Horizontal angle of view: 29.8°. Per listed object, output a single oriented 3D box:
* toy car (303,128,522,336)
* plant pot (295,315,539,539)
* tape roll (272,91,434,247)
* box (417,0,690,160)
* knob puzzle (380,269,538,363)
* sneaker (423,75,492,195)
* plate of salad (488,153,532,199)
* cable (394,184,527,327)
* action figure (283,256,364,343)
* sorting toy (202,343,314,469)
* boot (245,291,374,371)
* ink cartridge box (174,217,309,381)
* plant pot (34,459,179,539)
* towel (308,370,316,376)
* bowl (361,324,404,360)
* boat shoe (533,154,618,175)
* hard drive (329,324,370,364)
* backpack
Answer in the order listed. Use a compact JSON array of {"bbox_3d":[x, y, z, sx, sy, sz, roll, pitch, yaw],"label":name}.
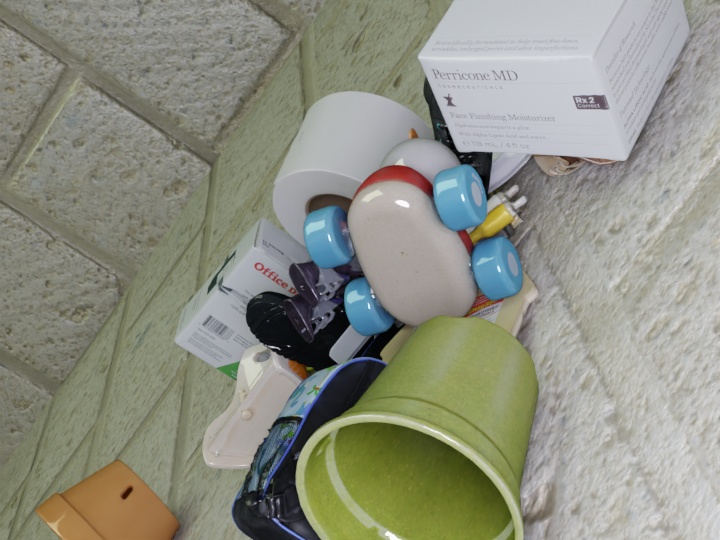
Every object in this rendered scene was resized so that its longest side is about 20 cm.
[{"bbox_3d":[0.067,-0.061,1.414,0.182,0.178,0.201,-16,32,26],"label":"toy car"},{"bbox_3d":[0.068,0.143,1.162,0.200,0.200,0.185,-42,11,42],"label":"plant pot"},{"bbox_3d":[-0.001,-0.117,1.786,0.202,0.201,0.140,-34,27,54],"label":"tape roll"},{"bbox_3d":[0.196,-0.226,1.347,0.197,0.131,0.201,6,50,36],"label":"box"},{"bbox_3d":[0.105,0.062,1.402,0.218,0.031,0.220,-33,18,12],"label":"knob puzzle"},{"bbox_3d":[0.116,-0.145,1.475,0.074,0.201,0.080,-10,55,9],"label":"sneaker"},{"bbox_3d":[0.174,-0.160,1.621,0.200,0.048,0.201,-40,28,27],"label":"plate of salad"},{"bbox_3d":[0.101,-0.019,1.490,0.199,0.051,0.097,-37,9,-3],"label":"cable"},{"bbox_3d":[0.000,0.000,1.542,0.199,0.069,0.131,-30,-21,-38],"label":"action figure"},{"bbox_3d":[-0.116,0.134,1.741,0.201,0.106,0.182,-53,30,34],"label":"sorting toy"},{"bbox_3d":[-0.047,0.038,1.659,0.073,0.197,0.164,-39,30,38],"label":"boot"},{"bbox_3d":[-0.138,0.048,1.850,0.200,0.146,0.084,-46,20,27],"label":"ink cartridge box"},{"bbox_3d":[-0.359,0.376,1.988,0.140,0.201,0.200,-43,12,-16],"label":"plant pot"},{"bbox_3d":[-0.055,0.107,1.824,0.148,0.036,0.202,-42,23,42],"label":"towel"},{"bbox_3d":[0.030,0.134,1.518,0.201,0.039,0.201,-51,17,22],"label":"bowl"},{"bbox_3d":[0.218,-0.138,1.430,0.200,0.075,0.073,-134,39,-63],"label":"boat shoe"},{"bbox_3d":[0.046,0.018,1.573,0.132,0.027,0.200,-52,-4,37],"label":"hard drive"},{"bbox_3d":[-0.014,0.194,1.283,0.147,0.182,0.201,-28,29,58],"label":"backpack"}]
